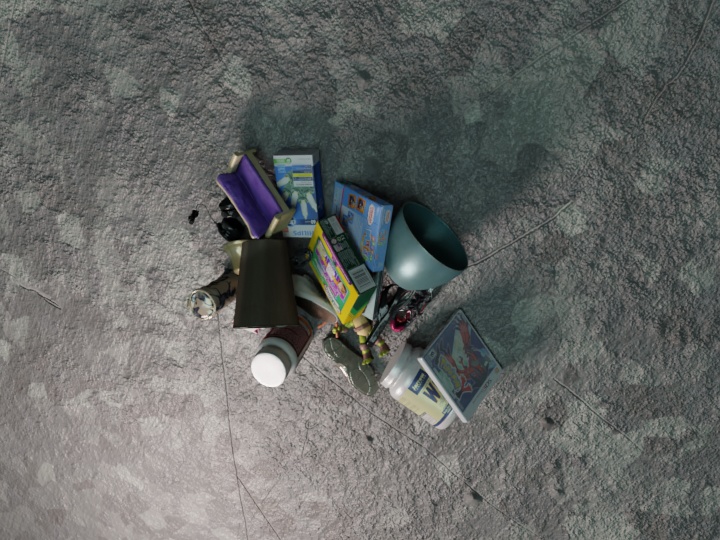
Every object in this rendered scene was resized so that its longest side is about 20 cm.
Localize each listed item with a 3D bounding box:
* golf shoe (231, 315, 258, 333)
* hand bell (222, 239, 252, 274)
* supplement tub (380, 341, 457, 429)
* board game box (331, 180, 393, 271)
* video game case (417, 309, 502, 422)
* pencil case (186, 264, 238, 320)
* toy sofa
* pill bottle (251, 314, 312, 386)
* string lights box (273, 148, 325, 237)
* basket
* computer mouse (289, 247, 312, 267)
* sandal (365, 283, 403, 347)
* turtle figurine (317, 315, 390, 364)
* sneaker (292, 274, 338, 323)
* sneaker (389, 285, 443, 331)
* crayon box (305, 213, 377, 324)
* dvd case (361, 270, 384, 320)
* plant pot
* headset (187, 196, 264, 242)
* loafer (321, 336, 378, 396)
[{"bbox_3d":[-0.266,0.103,1.709,0.091,0.076,0.199,34,140,-14],"label":"golf shoe"},{"bbox_3d":[-0.291,0.036,1.623,0.101,0.104,0.206,-11,75,19],"label":"hand bell"},{"bbox_3d":[0.161,0.288,1.635,0.198,0.145,0.146,34,117,-1],"label":"supplement tub"},{"bbox_3d":[-0.005,-0.107,1.500,0.199,0.036,0.155,35,123,49],"label":"board game box"},{"bbox_3d":[0.247,0.230,1.577,0.202,0.182,0.023,53,147,-11],"label":"video game case"},{"bbox_3d":[-0.360,0.053,1.650,0.087,0.200,0.080,2,111,20],"label":"pencil case"},{"bbox_3d":[-0.250,-0.181,1.534,0.202,0.096,0.083,56,139,12],"label":"toy sofa"},{"bbox_3d":[-0.203,0.204,1.670,0.111,0.201,0.117,5,114,13],"label":"pill bottle"},{"bbox_3d":[-0.145,-0.186,1.566,0.100,0.059,0.205,1,113,14],"label":"string lights box"},{"bbox_3d":[-0.229,0.034,1.555,0.134,0.178,0.206,-9,82,44],"label":"basket"},{"bbox_3d":[-0.184,-0.033,1.625,0.197,0.034,0.060,-2,95,44],"label":"computer mouse"},{"bbox_3d":[0.057,0.092,1.589,0.047,0.075,0.204,29,91,-4],"label":"sandal"},{"bbox_3d":[0.001,0.153,1.661,0.196,0.064,0.165,-25,90,1],"label":"turtle figurine"},{"bbox_3d":[-0.125,0.057,1.640,0.197,0.085,0.074,29,144,17],"label":"sneaker"},{"bbox_3d":[0.141,0.071,1.588,0.080,0.075,0.202,31,116,0],"label":"sneaker"},{"bbox_3d":[-0.050,0.000,1.524,0.203,0.057,0.173,60,156,16],"label":"crayon box"},{"bbox_3d":[0.000,0.000,1.574,0.144,0.022,0.206,25,114,42],"label":"dvd case"},{"bbox_3d":[0.130,-0.034,1.477,0.199,0.201,0.135,41,119,-5],"label":"plant pot"},{"bbox_3d":[-0.329,-0.126,1.624,0.194,0.095,0.127,10,115,-2],"label":"headset"},{"bbox_3d":[-0.028,0.251,1.729,0.072,0.063,0.200,-44,101,-7],"label":"loafer"}]
